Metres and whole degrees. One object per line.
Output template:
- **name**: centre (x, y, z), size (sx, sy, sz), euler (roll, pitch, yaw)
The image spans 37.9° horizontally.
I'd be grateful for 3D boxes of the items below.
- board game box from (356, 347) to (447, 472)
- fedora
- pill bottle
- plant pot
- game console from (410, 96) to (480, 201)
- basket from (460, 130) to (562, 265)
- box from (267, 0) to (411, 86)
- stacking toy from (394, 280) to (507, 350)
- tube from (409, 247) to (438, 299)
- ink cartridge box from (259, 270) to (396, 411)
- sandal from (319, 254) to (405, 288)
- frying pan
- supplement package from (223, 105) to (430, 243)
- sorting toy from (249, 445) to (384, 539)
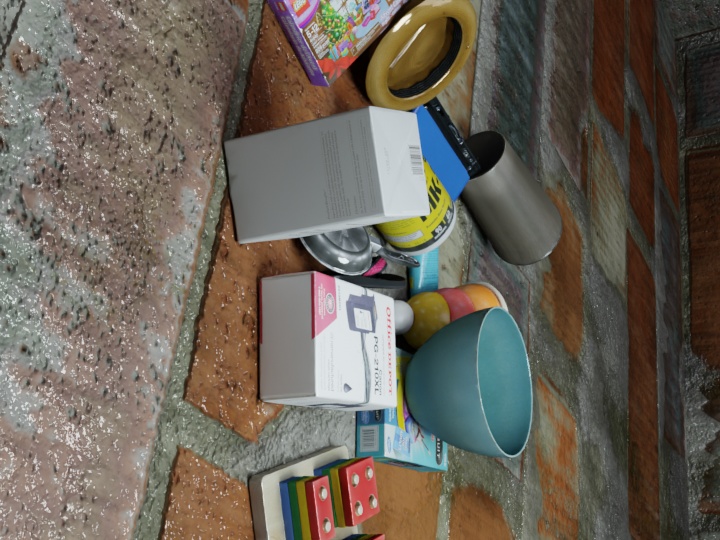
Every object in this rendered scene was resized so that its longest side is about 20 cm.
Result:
- **board game box**: centre (0.062, 0.197, 1.475), size (0.200, 0.046, 0.153), euler (27, 60, -57)
- **fedora**: centre (0.075, -0.328, 1.522), size (0.082, 0.201, 0.200), euler (49, 10, 33)
- **pill bottle**: centre (0.047, -0.121, 1.462), size (0.200, 0.113, 0.115), euler (50, 42, -45)
- **plant pot**: centre (0.139, 0.158, 1.437), size (0.200, 0.133, 0.203), euler (28, 57, -56)
- **game console**: centre (0.099, -0.207, 1.684), size (0.200, 0.118, 0.171), euler (49, 11, -46)
- **basket**: centre (0.245, -0.134, 1.820), size (0.200, 0.135, 0.181), euler (49, 14, -37)
- **box**: centre (-0.022, -0.361, 1.393), size (0.200, 0.039, 0.137), euler (-50, 129, -24)
- **stacking toy**: centre (0.107, 0.073, 1.533), size (0.199, 0.145, 0.148), euler (14, 69, -38)
- **tube**: centre (0.097, -0.026, 1.606), size (0.077, 0.050, 0.203), euler (-2, 91, -50)
- **ink cartridge box**: centre (-0.035, 0.092, 1.280), size (0.199, 0.083, 0.147), euler (19, 66, -59)
- **sandal**: centre (0.000, 0.000, 1.382), size (0.199, 0.074, 0.046), euler (4, 87, -59)
- **frying pan**: centre (0.002, -0.026, 1.343), size (0.189, 0.031, 0.116), euler (29, 37, -15)
- **supplement package**: centre (-0.039, -0.107, 1.204), size (0.119, 0.198, 0.123), euler (-8, 90, -61)
- **sorting toy**: centre (-0.037, 0.322, 1.233), size (0.199, 0.069, 0.201), euler (-4, 87, -62)
